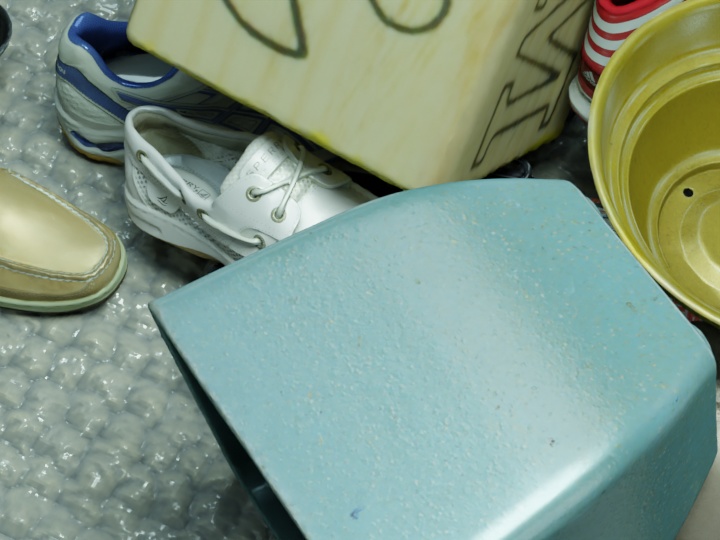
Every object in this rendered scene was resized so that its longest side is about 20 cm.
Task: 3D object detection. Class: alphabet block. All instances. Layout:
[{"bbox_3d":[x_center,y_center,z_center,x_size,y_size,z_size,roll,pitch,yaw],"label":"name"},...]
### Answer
[{"bbox_3d":[0.029,-0.179,1.092,0.195,0.201,0.196,29,24,18],"label":"alphabet block"}]

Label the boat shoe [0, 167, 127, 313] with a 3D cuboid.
[{"bbox_3d":[-0.220,-0.036,1.148,0.199,0.076,0.072,16,57,10],"label":"boat shoe"}]

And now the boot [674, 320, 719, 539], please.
[{"bbox_3d":[0.177,0.122,1.054,0.145,0.070,0.201,-1,67,11],"label":"boot"}]

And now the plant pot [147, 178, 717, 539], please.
[{"bbox_3d":[0.053,0.074,0.985,0.200,0.196,0.197,-32,61,-9],"label":"plant pot"}]

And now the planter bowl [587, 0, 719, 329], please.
[{"bbox_3d":[0.200,-0.033,1.061,0.199,0.084,0.201,4,62,-7],"label":"planter bowl"}]

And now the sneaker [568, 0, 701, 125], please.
[{"bbox_3d":[0.197,-0.153,1.119,0.200,0.116,0.078,-35,60,-27],"label":"sneaker"}]

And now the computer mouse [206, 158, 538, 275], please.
[{"bbox_3d":[0.000,0.000,1.137,0.200,0.053,0.138,-35,47,-24],"label":"computer mouse"}]

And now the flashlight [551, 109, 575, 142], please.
[{"bbox_3d":[0.042,-0.154,1.237,0.199,0.068,0.068,28,52,18],"label":"flashlight"}]

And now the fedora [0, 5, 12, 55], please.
[{"bbox_3d":[-0.292,-0.166,1.191,0.199,0.092,0.201,2,32,-1],"label":"fedora"}]

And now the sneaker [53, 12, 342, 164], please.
[{"bbox_3d":[-0.071,-0.107,1.192,0.199,0.088,0.076,-5,54,-6],"label":"sneaker"}]

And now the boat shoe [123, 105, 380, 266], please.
[{"bbox_3d":[-0.047,-0.036,1.094,0.199,0.070,0.071,18,48,30],"label":"boat shoe"}]

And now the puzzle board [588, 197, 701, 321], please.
[{"bbox_3d":[0.168,0.027,1.145,0.199,0.017,0.151,8,56,4],"label":"puzzle board"}]
